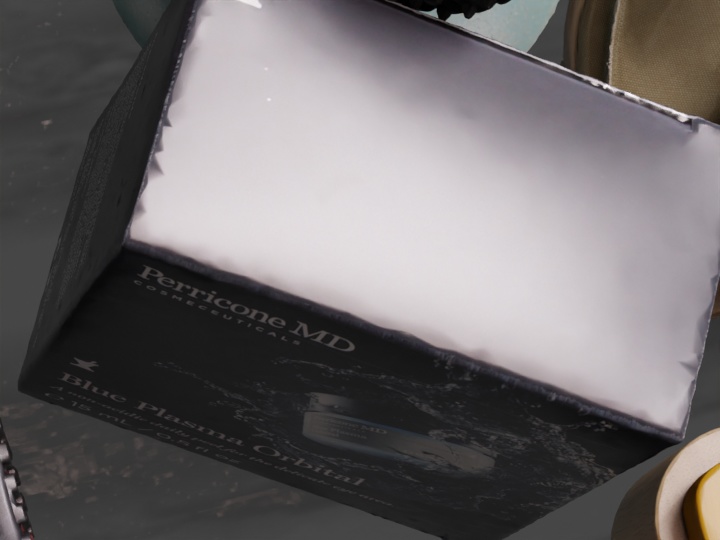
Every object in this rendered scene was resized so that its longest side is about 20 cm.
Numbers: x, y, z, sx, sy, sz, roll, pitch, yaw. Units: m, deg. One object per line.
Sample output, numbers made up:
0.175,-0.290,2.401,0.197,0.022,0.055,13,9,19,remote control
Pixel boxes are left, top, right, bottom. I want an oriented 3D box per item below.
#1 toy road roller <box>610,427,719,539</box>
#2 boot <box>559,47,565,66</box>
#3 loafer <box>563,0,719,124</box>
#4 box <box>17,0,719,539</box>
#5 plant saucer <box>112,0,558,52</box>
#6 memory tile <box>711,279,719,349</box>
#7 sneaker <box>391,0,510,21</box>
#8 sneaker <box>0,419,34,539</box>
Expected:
0.111,0.167,0.924,0.145,0.123,0.201,-10,77,-9,toy road roller
0.191,-0.105,1.062,0.166,0.072,0.200,38,76,-13,boot
0.126,-0.115,0.957,0.075,0.068,0.201,-5,117,-17,loafer
0.000,0.000,0.893,0.196,0.200,0.118,20,68,-11,box
-0.016,-0.146,0.957,0.200,0.039,0.202,2,98,15,plant saucer
0.221,-0.021,1.006,0.200,0.017,0.153,-43,70,0,memory tile
0.001,-0.136,0.857,0.066,0.200,0.091,21,85,-31,sneaker
-0.138,0.141,0.876,0.074,0.081,0.201,-16,71,-7,sneaker
